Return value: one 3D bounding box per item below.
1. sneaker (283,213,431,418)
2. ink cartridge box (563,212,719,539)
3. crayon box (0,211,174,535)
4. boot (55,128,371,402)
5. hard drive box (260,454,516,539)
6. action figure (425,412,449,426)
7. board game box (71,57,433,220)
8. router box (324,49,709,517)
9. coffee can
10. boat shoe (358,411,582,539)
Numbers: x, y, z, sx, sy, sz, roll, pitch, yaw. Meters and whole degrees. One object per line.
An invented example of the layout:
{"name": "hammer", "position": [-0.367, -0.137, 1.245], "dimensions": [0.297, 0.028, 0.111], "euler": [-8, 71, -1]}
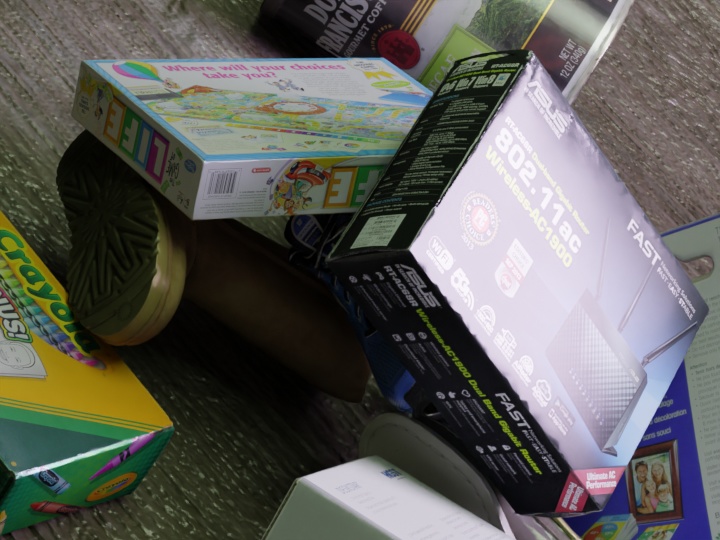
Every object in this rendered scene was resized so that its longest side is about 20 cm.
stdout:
{"name": "sneaker", "position": [0.000, 0.000, 1.635], "dimensions": [0.089, 0.079, 0.200], "euler": [20, 31, -33]}
{"name": "ink cartridge box", "position": [0.191, 0.074, 1.656], "dimensions": [0.043, 0.198, 0.201], "euler": [20, 57, -54]}
{"name": "crayon box", "position": [-0.203, 0.039, 1.532], "dimensions": [0.119, 0.058, 0.200], "euler": [-15, 57, -50]}
{"name": "boot", "position": [-0.066, 0.016, 1.623], "dimensions": [0.200, 0.066, 0.175], "euler": [35, 25, -32]}
{"name": "hard drive box", "position": [0.053, 0.178, 1.489], "dimensions": [0.200, 0.077, 0.156], "euler": [32, 8, 13]}
{"name": "action figure", "position": [0.045, 0.022, 1.752], "dimensions": [0.200, 0.069, 0.130], "euler": [52, 14, 19]}
{"name": "board game box", "position": [-0.036, -0.074, 1.611], "dimensions": [0.199, 0.034, 0.134], "euler": [-3, 28, -34]}
{"name": "router box", "position": [0.086, 0.009, 1.565], "dimensions": [0.200, 0.062, 0.150], "euler": [53, 51, -28]}
{"name": "coffee can", "position": [0.057, -0.175, 1.943], "dimensions": [0.200, 0.147, 0.146], "euler": [33, 33, -3]}
{"name": "boat shoe", "position": [0.080, 0.152, 1.628], "dimensions": [0.202, 0.072, 0.060], "euler": [48, 34, 8]}
